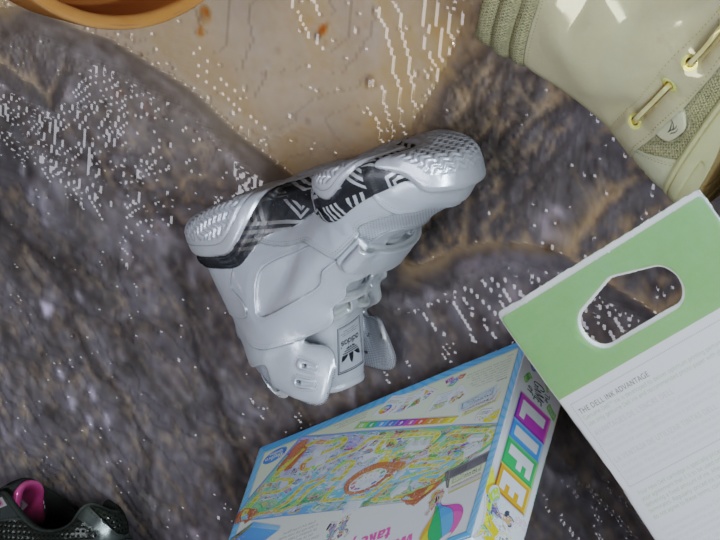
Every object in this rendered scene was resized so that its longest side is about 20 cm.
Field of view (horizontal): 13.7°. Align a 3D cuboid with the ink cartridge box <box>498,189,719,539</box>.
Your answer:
[{"bbox_3d":[0.171,0.067,1.335,0.145,0.048,0.201,-34,90,45],"label":"ink cartridge box"}]

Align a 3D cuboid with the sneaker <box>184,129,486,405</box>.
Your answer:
[{"bbox_3d":[0.000,0.000,1.546,0.199,0.075,0.116,-16,96,43],"label":"sneaker"}]

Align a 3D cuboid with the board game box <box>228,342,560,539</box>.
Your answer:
[{"bbox_3d":[0.010,0.123,1.541,0.199,0.135,0.034,-24,123,39],"label":"board game box"}]

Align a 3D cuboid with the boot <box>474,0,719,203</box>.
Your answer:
[{"bbox_3d":[0.146,-0.145,1.392,0.155,0.073,0.200,40,129,16],"label":"boot"}]

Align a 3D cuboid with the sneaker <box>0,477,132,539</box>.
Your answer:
[{"bbox_3d":[-0.207,0.163,1.758,0.199,0.080,0.087,1,94,27],"label":"sneaker"}]

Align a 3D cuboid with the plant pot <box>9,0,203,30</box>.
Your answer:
[{"bbox_3d":[-0.158,-0.228,1.523,0.140,0.199,0.201,12,113,50],"label":"plant pot"}]
